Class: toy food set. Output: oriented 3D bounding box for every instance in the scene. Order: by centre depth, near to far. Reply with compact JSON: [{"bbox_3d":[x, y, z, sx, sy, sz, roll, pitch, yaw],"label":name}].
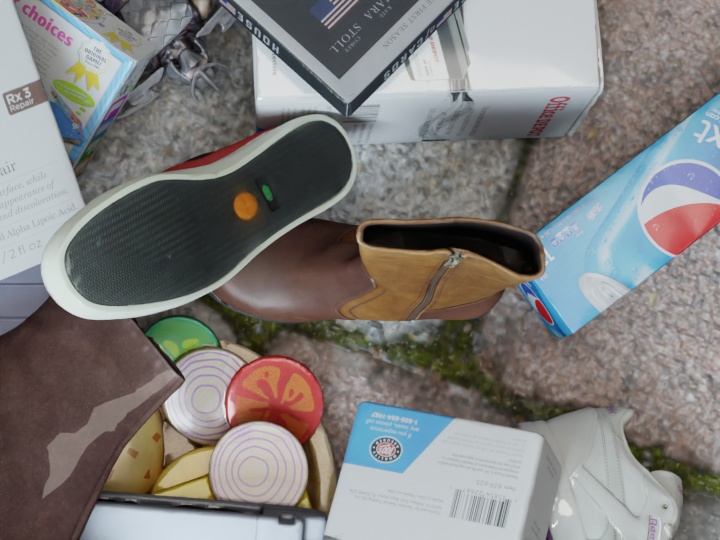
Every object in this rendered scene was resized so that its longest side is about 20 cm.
[{"bbox_3d":[-0.108,0.131,1.191,0.196,0.049,0.202,-18,86,-5],"label":"toy food set"}]

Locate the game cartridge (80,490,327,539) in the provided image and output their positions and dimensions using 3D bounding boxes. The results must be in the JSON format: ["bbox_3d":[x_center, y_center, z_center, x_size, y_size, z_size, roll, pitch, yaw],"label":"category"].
[{"bbox_3d":[-0.123,0.198,1.144,0.198,0.042,0.135,5,101,-3],"label":"game cartridge"}]

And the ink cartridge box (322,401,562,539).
[{"bbox_3d":[0.034,0.187,1.122,0.115,0.067,0.202,9,70,19],"label":"ink cartridge box"}]

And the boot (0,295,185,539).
[{"bbox_3d":[-0.161,0.112,1.074,0.166,0.072,0.200,-40,66,0],"label":"boot"}]

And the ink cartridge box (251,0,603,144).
[{"bbox_3d":[0.035,-0.128,1.172,0.198,0.145,0.085,-2,83,-3],"label":"ink cartridge box"}]

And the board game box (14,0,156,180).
[{"bbox_3d":[-0.237,-0.136,1.178,0.199,0.034,0.135,37,117,2],"label":"board game box"}]

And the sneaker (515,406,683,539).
[{"bbox_3d":[0.161,0.173,1.178,0.099,0.075,0.202,-17,73,-10],"label":"sneaker"}]

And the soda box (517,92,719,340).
[{"bbox_3d":[0.184,-0.042,1.212,0.199,0.068,0.064,-38,88,-6],"label":"soda box"}]

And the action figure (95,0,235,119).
[{"bbox_3d":[-0.154,-0.181,1.206,0.130,0.069,0.200,-42,91,-9],"label":"action figure"}]

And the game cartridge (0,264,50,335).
[{"bbox_3d":[-0.245,0.055,1.166,0.198,0.038,0.131,0,77,12],"label":"game cartridge"}]

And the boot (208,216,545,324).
[{"bbox_3d":[0.000,0.000,1.131,0.186,0.200,0.069,11,85,-2],"label":"boot"}]

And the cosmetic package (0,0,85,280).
[{"bbox_3d":[-0.233,-0.095,1.108,0.101,0.074,0.202,-25,108,-21],"label":"cosmetic package"}]

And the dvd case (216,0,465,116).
[{"bbox_3d":[-0.029,-0.203,1.100,0.200,0.025,0.150,42,76,11],"label":"dvd case"}]

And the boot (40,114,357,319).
[{"bbox_3d":[-0.114,-0.023,1.130,0.199,0.144,0.073,-28,99,-33],"label":"boot"}]
